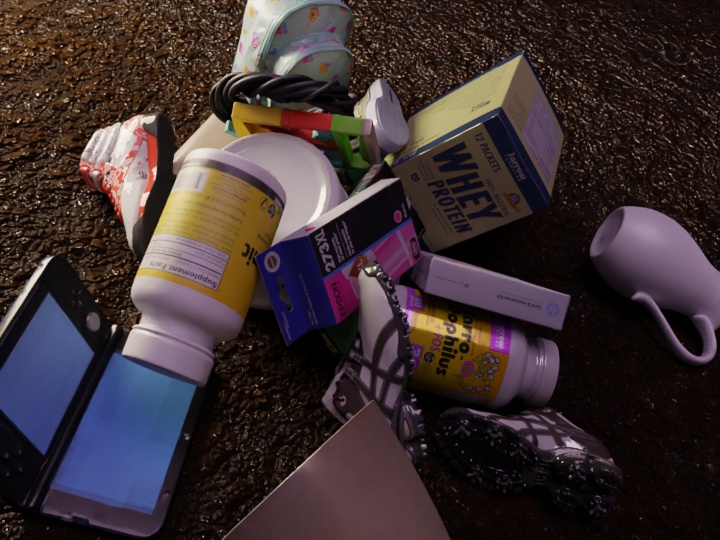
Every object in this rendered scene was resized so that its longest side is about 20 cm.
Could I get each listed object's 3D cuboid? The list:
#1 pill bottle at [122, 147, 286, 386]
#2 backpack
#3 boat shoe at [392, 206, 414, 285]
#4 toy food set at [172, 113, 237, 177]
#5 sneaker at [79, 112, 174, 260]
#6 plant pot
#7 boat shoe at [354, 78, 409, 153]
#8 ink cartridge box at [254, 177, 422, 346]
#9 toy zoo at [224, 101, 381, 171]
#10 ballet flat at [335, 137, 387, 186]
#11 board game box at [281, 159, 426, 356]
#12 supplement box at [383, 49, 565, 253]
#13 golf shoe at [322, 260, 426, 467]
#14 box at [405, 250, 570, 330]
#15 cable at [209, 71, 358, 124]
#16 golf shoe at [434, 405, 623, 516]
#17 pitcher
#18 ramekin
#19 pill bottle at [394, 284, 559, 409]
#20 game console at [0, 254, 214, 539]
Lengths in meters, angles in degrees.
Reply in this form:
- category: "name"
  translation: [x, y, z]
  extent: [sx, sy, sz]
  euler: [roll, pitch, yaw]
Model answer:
- category: "pill bottle"
  translation: [-0.150, -0.001, 0.621]
  extent: [0.108, 0.112, 0.205]
  euler: [18, 73, 1]
- category: "backpack"
  translation: [-0.098, -0.341, 1.007]
  extent: [0.173, 0.203, 0.154]
  euler: [-18, 54, -33]
- category: "boat shoe"
  translation: [0.000, 0.000, 0.810]
  extent: [0.089, 0.071, 0.203]
  euler: [2, 53, 34]
- category: "toy food set"
  translation: [-0.159, -0.130, 0.892]
  extent: [0.196, 0.061, 0.145]
  euler: [26, 56, 10]
- category: "sneaker"
  translation: [-0.292, -0.097, 0.808]
  extent: [0.105, 0.067, 0.207]
  euler: [-9, 65, 11]
- category: "plant pot"
  translation: [0.005, 0.242, 0.500]
  extent: [0.186, 0.188, 0.201]
  euler: [-32, 76, -39]
- category: "boat shoe"
  translation: [0.024, -0.203, 0.905]
  extent: [0.072, 0.062, 0.202]
  euler: [42, 24, -20]
- category: "ink cartridge box"
  translation: [-0.014, -0.014, 0.667]
  extent: [0.037, 0.097, 0.198]
  euler: [2, 27, 46]
- category: "toy zoo"
  translation: [-0.075, -0.163, 0.802]
  extent: [0.194, 0.131, 0.021]
  euler: [9, 81, 8]
- category: "ballet flat"
  translation: [0.010, -0.181, 0.984]
  extent: [0.062, 0.069, 0.199]
  euler: [13, 30, 31]
- category: "board game box"
  translation: [0.000, -0.017, 0.720]
  extent: [0.023, 0.106, 0.201]
  euler: [-1, 42, 44]
- category: "supplement box"
  translation: [0.153, -0.158, 0.887]
  extent: [0.135, 0.197, 0.201]
  euler: [52, 39, -20]
- category: "golf shoe"
  translation: [0.006, 0.097, 0.621]
  extent: [0.092, 0.206, 0.078]
  euler: [-9, 7, -3]
- category: "box"
  translation: [0.138, 0.017, 0.766]
  extent: [0.152, 0.042, 0.200]
  euler: [16, 3, -3]
- category: "cable"
  translation: [-0.094, -0.205, 0.795]
  extent: [0.160, 0.198, 0.052]
  euler: [15, 80, -30]
- category: "golf shoe"
  translation: [0.171, 0.184, 0.685]
  extent: [0.195, 0.079, 0.095]
  euler: [22, 26, 1]
- category: "pitcher"
  translation: [0.416, 0.018, 0.900]
  extent: [0.197, 0.122, 0.174]
  euler: [31, 59, -2]
- category: "ramekin"
  translation: [-0.104, -0.066, 0.757]
  extent: [0.196, 0.095, 0.208]
  euler: [-1, 65, 3]
- category: "pill bottle"
  translation: [0.114, 0.090, 0.722]
  extent: [0.194, 0.106, 0.106]
  euler: [15, 43, -4]
- category: "game console"
  translation: [-0.234, 0.106, 0.585]
  extent: [0.115, 0.173, 0.203]
  euler: [-7, 42, 13]
